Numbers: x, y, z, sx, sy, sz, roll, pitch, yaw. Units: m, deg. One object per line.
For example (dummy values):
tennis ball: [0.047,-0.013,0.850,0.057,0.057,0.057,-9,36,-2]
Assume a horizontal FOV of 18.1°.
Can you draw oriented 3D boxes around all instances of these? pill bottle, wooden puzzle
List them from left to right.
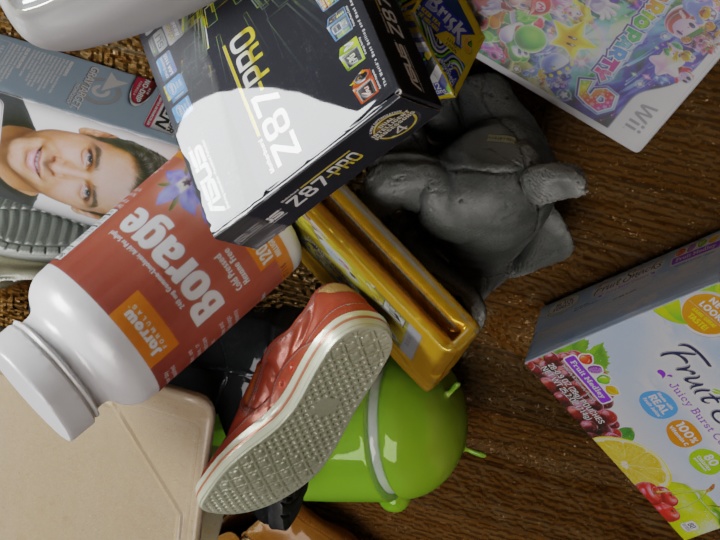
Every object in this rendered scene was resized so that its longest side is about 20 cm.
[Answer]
wooden puzzle: [-0.190,0.149,1.591,0.185,0.037,0.200,15,115,20]
pill bottle: [-0.144,0.016,1.493,0.112,0.200,0.112,44,165,14]

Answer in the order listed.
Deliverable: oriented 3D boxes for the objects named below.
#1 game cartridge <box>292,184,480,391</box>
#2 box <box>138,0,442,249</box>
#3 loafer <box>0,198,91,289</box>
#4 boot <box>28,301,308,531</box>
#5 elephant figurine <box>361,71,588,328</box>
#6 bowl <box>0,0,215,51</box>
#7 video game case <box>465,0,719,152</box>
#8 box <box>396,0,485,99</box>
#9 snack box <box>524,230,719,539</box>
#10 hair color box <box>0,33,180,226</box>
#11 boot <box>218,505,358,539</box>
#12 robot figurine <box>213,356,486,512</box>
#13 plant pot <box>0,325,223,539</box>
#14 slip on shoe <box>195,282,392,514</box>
game cartridge: [0.000,0.000,1.498,0.176,0.032,0.200,46,169,6]
box: [-0.052,-0.139,1.386,0.161,0.200,0.049,-36,151,29]
loafer: [-0.267,-0.023,1.666,0.200,0.075,0.070,4,145,19]
boot: [-0.136,0.091,1.595,0.200,0.066,0.165,6,104,16]
elephant figurine: [0.073,-0.025,1.508,0.141,0.155,0.200,-11,134,-1]
bowl: [-0.169,-0.239,1.374,0.200,0.075,0.200,-18,96,32]
video game case: [0.130,-0.171,1.425,0.200,0.018,0.143,30,133,-8]
box: [-0.026,-0.142,1.456,0.200,0.064,0.070,-7,128,34]
snack box: [0.243,0.083,1.579,0.169,0.068,0.200,-24,120,35]
hair color box: [-0.218,-0.097,1.581,0.200,0.061,0.099,17,134,3]
boot: [-0.070,0.262,1.857,0.144,0.071,0.201,38,128,-8]
robot figurine: [-0.011,0.112,1.659,0.200,0.116,0.176,-2,135,21]
plant pot: [-0.201,0.148,1.734,0.200,0.187,0.187,10,134,-6]
slip on shoe: [-0.048,0.089,1.504,0.074,0.061,0.200,12,125,-35]
